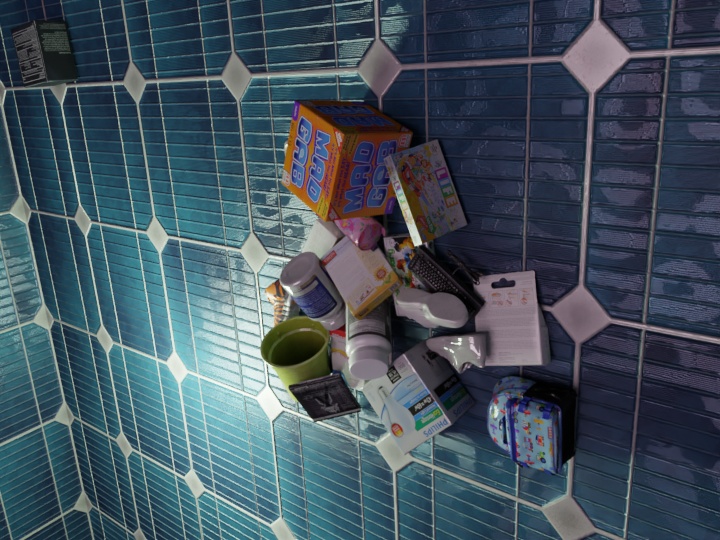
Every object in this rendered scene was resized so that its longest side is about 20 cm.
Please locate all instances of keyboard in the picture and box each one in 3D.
[{"bbox_3d":[0.203,0.018,1.439,0.200,0.020,0.128,44,126,16],"label":"keyboard"}]

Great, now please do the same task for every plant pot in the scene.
[{"bbox_3d":[-0.162,0.264,1.757,0.198,0.200,0.187,15,135,34],"label":"plant pot"}]

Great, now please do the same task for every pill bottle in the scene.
[{"bbox_3d":[0.019,0.158,1.553,0.114,0.112,0.203,-43,36,40],"label":"pill bottle"},{"bbox_3d":[-0.111,0.060,1.644,0.118,0.121,0.201,-4,135,39],"label":"pill bottle"}]

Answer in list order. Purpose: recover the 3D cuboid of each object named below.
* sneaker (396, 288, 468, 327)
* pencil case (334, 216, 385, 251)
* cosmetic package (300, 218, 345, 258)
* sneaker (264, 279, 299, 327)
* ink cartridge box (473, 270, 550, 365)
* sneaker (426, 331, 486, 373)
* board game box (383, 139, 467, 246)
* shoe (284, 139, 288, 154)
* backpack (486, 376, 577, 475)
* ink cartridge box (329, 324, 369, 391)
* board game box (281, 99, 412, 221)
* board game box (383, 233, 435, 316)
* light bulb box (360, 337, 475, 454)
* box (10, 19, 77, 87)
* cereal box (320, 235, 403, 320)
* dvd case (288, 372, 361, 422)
[{"bbox_3d":[0.174,0.102,1.447,0.198,0.075,0.089,18,140,48],"label":"sneaker"},{"bbox_3d":[-0.023,-0.135,1.546,0.200,0.086,0.088,48,130,34],"label":"pencil case"},{"bbox_3d":[-0.113,-0.041,1.697,0.082,0.050,0.202,41,127,17],"label":"cosmetic package"},{"bbox_3d":[-0.235,0.115,1.846,0.111,0.077,0.203,32,113,31],"label":"sneaker"},{"bbox_3d":[0.333,0.109,1.401,0.159,0.050,0.204,-7,83,41],"label":"ink cartridge box"},{"bbox_3d":[0.219,0.193,1.456,0.199,0.074,0.090,-15,83,64],"label":"sneaker"},{"bbox_3d":[0.144,-0.172,1.384,0.034,0.133,0.203,-15,96,63],"label":"board game box"},{"bbox_3d":[-0.151,-0.255,1.652,0.070,0.053,0.202,-31,85,41],"label":"shoe"},{"bbox_3d":[0.363,0.334,1.386,0.198,0.134,0.186,11,111,39],"label":"backpack"},{"bbox_3d":[-0.018,0.211,1.697,0.115,0.067,0.204,9,110,37],"label":"ink cartridge box"},{"bbox_3d":[-0.036,-0.255,1.433,0.200,0.197,0.203,41,129,39],"label":"board game box"},{"bbox_3d":[0.130,0.011,1.527,0.125,0.034,0.204,-2,104,39],"label":"board game box"},{"bbox_3d":[0.140,0.313,1.565,0.201,0.124,0.198,54,130,12],"label":"light bulb box"},{"bbox_3d":[-1.115,-0.760,2.219,0.197,0.122,0.202,6,108,39],"label":"box"},{"bbox_3d":[0.000,0.000,1.545,0.143,0.039,0.201,-39,55,10],"label":"cereal box"},{"bbox_3d":[-0.094,0.352,1.725,0.146,0.016,0.201,-15,137,10],"label":"dvd case"}]
